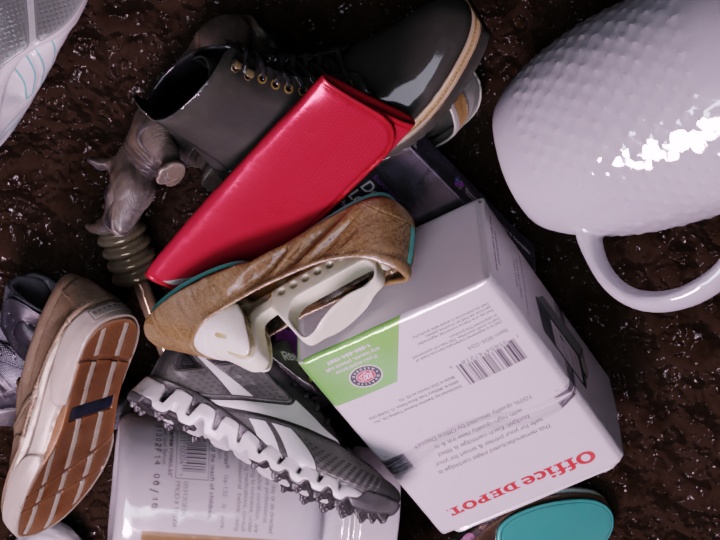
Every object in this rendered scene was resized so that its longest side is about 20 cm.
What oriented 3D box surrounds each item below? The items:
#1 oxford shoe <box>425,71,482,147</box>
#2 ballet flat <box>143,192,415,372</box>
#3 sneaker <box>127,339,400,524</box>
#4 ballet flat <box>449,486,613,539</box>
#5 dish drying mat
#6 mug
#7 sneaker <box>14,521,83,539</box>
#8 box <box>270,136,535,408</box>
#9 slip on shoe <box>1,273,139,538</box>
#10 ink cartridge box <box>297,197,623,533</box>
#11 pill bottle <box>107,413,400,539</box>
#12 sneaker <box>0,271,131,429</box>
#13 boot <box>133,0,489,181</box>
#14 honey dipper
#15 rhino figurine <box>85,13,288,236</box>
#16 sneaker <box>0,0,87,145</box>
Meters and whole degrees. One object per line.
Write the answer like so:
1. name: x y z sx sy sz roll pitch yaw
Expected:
1. oxford shoe: -0.011 -0.088 1.378 0.199 0.058 0.076 -22 107 19
2. ballet flat: -0.050 0.022 1.312 0.199 0.073 0.068 -25 145 13
3. sneaker: -0.053 0.095 1.367 0.199 0.067 0.091 26 78 12
4. ballet flat: 0.085 0.203 1.445 0.199 0.071 0.070 -27 110 -24
5. dish drying mat: -0.054 -0.045 1.304 0.076 0.018 0.200 24 129 -31
6. mug: 0.184 -0.073 1.283 0.174 0.147 0.202 -20 71 26
7. sneaker: -0.263 0.285 1.546 0.075 0.089 0.201 25 112 1
8. box: 0.000 0.000 1.389 0.199 0.036 0.143 -35 121 23
9. slip on shoe: -0.212 0.095 1.415 0.061 0.076 0.201 40 126 30
10. ink cartridge box: 0.068 0.069 1.371 0.145 0.084 0.200 -24 129 18
11. pill bottle: -0.076 0.165 1.440 0.198 0.115 0.115 5 112 -8
12. sneaker: -0.266 0.061 1.473 0.198 0.076 0.115 -1 110 4
13. boot: -0.029 -0.124 1.280 0.200 0.078 0.138 -41 136 13
14. honey dipper: -0.144 0.052 1.468 0.038 0.038 0.201 -12 111 14
15. rhino figurine: -0.124 -0.093 1.387 0.060 0.088 0.200 24 121 -41
16. sneaker: -0.244 -0.149 1.395 0.070 0.080 0.201 34 93 4
